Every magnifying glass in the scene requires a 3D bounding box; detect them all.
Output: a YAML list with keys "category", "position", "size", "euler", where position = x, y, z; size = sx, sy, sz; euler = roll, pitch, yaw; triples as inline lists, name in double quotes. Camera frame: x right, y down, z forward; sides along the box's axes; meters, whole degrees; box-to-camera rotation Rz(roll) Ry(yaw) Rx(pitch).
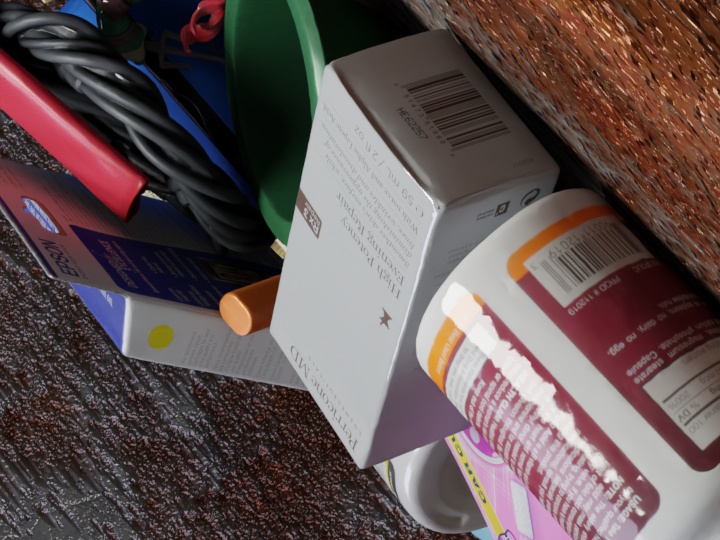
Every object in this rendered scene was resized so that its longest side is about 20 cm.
- category: "magnifying glass"
  position: [0.000, 0.000, 1.153]
  size: [0.199, 0.022, 0.080]
  euler: [-18, -123, -47]

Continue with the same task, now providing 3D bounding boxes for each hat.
- category: "hat"
  position: [0.030, -0.103, 1.113]
  size: [0.200, 0.175, 0.167]
  euler: [-175, 76, -72]

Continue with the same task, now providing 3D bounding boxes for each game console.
- category: "game console"
  position: [-0.081, -0.125, 1.292]
  size: [0.200, 0.171, 0.118]
  euler: [48, -173, -9]

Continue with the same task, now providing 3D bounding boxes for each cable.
- category: "cable"
  position: [-0.124, -0.082, 1.161]
  size: [0.200, 0.051, 0.163]
  euler: [40, 167, 12]

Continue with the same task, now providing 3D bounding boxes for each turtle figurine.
- category: "turtle figurine"
  position: [-0.129, -0.195, 1.151]
  size: [0.199, 0.151, 0.101]
  euler: [22, 180, -14]

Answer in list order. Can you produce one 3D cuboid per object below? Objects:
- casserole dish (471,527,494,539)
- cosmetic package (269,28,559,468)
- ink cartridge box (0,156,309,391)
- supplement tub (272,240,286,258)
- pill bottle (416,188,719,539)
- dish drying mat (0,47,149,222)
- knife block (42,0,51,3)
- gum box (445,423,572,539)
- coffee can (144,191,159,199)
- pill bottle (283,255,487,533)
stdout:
- category: "casserole dish"
  position: [0.094, 0.064, 1.257]
  size: [0.039, 0.202, 0.121]
  euler: [-2, -173, -34]
- category: "cosmetic package"
  position: [0.020, -0.006, 0.988]
  size: [0.102, 0.074, 0.201]
  euler: [54, 148, 30]
- category: "ink cartridge box"
  position: [-0.121, 0.001, 1.176]
  size: [0.199, 0.047, 0.198]
  euler: [12, -162, -31]
- category: "supplement tub"
  position: [-0.009, -0.052, 1.401]
  size: [0.200, 0.145, 0.145]
  euler: [49, 179, 2]
- category: "pill bottle"
  position: [0.126, 0.071, 0.894]
  size: [0.200, 0.114, 0.114]
  euler: [49, 180, 23]
- category: "dish drying mat"
  position: [-0.195, -0.106, 1.141]
  size: [0.200, 0.018, 0.077]
  euler: [43, 167, 0]
- category: "knife block"
  position: [-0.226, -0.284, 1.257]
  size: [0.174, 0.201, 0.064]
  euler: [19, -171, -9]
- category: "gum box"
  position: [0.081, 0.049, 1.064]
  size: [0.201, 0.066, 0.114]
  euler: [63, 155, 17]
- category: "coffee can"
  position: [-0.082, -0.091, 1.551]
  size: [0.147, 0.200, 0.146]
  euler: [48, 180, 0]
- category: "pill bottle"
  position: [0.028, 0.052, 1.222]
  size: [0.200, 0.111, 0.111]
  euler: [50, -179, 43]
